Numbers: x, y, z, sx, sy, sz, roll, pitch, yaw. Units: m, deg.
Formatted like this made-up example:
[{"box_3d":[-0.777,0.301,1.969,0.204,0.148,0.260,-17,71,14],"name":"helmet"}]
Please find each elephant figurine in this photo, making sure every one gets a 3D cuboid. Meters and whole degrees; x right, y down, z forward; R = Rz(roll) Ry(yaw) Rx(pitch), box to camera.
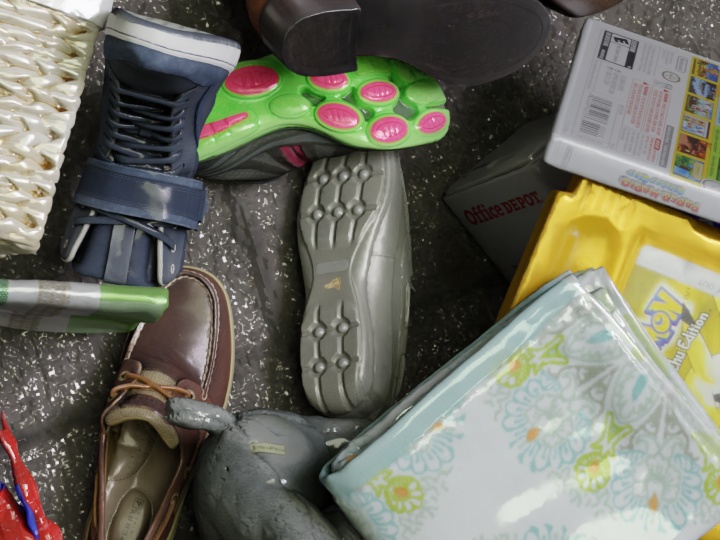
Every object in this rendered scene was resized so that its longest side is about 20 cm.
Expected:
[{"box_3d":[-0.053,0.183,1.626,0.141,0.200,0.156,-9,55,-32],"name":"elephant figurine"}]

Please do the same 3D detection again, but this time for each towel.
[{"box_3d":[-0.219,0.022,1.558,0.199,0.149,0.031,3,86,-13],"name":"towel"},{"box_3d":[0.102,0.117,1.527,0.200,0.048,0.171,-38,101,1],"name":"towel"}]

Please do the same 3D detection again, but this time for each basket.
[{"box_3d":[-0.267,-0.104,1.545,0.199,0.198,0.162,14,83,-19],"name":"basket"}]

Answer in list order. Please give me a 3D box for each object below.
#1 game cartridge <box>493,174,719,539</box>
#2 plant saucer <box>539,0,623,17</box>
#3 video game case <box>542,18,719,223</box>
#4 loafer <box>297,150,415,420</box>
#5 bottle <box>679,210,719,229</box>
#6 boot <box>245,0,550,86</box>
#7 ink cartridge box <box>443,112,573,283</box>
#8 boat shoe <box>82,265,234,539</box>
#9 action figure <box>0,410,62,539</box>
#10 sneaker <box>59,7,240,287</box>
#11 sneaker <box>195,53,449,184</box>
[{"box_3d":[0.173,0.057,1.569,0.199,0.032,0.177,22,92,-12],"name":"game cartridge"},{"box_3d":[0.074,-0.209,1.695,0.199,0.200,0.032,30,94,-15],"name":"plant saucer"},{"box_3d":[0.206,-0.080,1.610,0.181,0.200,0.023,19,116,2],"name":"video game case"},{"box_3d":[0.000,0.000,1.710,0.070,0.070,0.201,31,61,-56],"name":"loafer"},{"box_3d":[0.213,-0.008,1.628,0.199,0.065,0.084,-8,80,-21],"name":"bottle"},{"box_3d":[0.001,-0.185,1.681,0.187,0.200,0.069,-9,125,-18],"name":"boot"},{"box_3d":[0.164,-0.005,1.723,0.084,0.145,0.200,-42,98,-20],"name":"ink cartridge box"},{"box_3d":[-0.123,0.091,1.633,0.072,0.072,0.201,17,80,1],"name":"boat shoe"},{"box_3d":[-0.231,0.122,1.598,0.065,0.052,0.200,-29,111,17],"name":"action figure"},{"box_3d":[-0.121,-0.065,1.527,0.076,0.202,0.147,16,85,1],"name":"sneaker"},{"box_3d":[-0.044,-0.097,1.680,0.199,0.084,0.077,-3,77,-5],"name":"sneaker"}]
